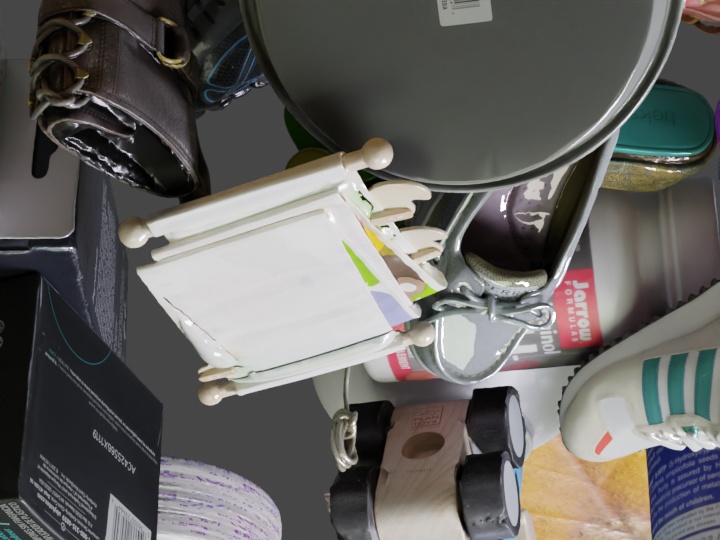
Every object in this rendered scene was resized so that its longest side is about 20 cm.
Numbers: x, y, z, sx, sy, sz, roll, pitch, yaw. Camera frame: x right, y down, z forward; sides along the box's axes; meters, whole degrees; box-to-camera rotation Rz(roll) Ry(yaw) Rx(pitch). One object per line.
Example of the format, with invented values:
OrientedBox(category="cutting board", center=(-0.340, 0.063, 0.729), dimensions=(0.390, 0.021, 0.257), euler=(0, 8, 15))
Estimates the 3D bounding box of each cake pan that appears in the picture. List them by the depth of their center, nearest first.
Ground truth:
OrientedBox(category="cake pan", center=(0.042, -0.126, 0.901), dimensions=(0.199, 0.037, 0.202), euler=(2, 109, 5))

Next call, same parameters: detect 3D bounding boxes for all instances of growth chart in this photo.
OrientedBox(category="growth chart", center=(-0.028, 0.006, 0.959), dimensions=(0.144, 0.018, 0.200), euler=(-13, 151, 4))

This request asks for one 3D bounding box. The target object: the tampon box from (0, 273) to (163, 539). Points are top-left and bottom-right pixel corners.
OrientedBox(category="tampon box", center=(-0.224, 0.110, 1.087), dimensions=(0.199, 0.127, 0.150), euler=(-12, 146, 19))

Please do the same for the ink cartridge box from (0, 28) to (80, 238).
OrientedBox(category="ink cartridge box", center=(-0.239, -0.078, 1.018), dimensions=(0.198, 0.117, 0.068), euler=(-1, 150, 1))

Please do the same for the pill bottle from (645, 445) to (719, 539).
OrientedBox(category="pill bottle", center=(0.228, 0.106, 1.224), dimensions=(0.119, 0.201, 0.120), euler=(0, 149, 0))

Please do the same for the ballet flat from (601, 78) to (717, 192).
OrientedBox(category="ballet flat", center=(0.084, -0.076, 1.069), dimensions=(0.199, 0.071, 0.071), euler=(8, 147, -13))

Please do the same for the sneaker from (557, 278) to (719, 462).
OrientedBox(category="sneaker", center=(0.182, 0.070, 1.076), dimensions=(0.070, 0.094, 0.200), euler=(10, 144, -42))

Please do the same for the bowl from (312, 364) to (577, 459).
OrientedBox(category="bowl", center=(0.057, 0.070, 1.276), dimensions=(0.200, 0.091, 0.201), euler=(1, 149, 0))

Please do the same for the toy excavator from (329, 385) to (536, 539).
OrientedBox(category="toy excavator", center=(0.060, 0.158, 1.221), dimensions=(0.099, 0.195, 0.201), euler=(-8, 119, 13))

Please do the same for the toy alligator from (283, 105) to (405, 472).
OrientedBox(category="toy alligator", center=(0.000, 0.000, 1.071), dimensions=(0.054, 0.201, 0.059), euler=(-12, 168, 13))

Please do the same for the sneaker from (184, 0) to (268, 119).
OrientedBox(category="sneaker", center=(-0.064, -0.105, 1.010), dimensions=(0.082, 0.074, 0.200), euler=(21, 143, -28))

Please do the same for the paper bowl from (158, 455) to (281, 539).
OrientedBox(category="paper bowl", center=(-0.158, 0.222, 1.511), dimensions=(0.199, 0.105, 0.201), euler=(1, 149, 1))

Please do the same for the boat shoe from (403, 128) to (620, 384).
OrientedBox(category="boat shoe", center=(0.076, -0.024, 1.017), dimensions=(0.074, 0.065, 0.203), euler=(15, 117, -19))

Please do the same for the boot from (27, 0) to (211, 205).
OrientedBox(category="boot", center=(-0.119, -0.135, 0.866), dimensions=(0.069, 0.175, 0.200), euler=(-19, 145, 28))

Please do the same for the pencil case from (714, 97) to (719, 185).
OrientedBox(category="pencil case", center=(0.214, -0.059, 1.015), dimensions=(0.088, 0.089, 0.200), euler=(-5, 173, 9))

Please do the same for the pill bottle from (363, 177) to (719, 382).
OrientedBox(category="pill bottle", center=(0.097, -0.001, 1.140), dimensions=(0.199, 0.111, 0.111), euler=(-6, 148, 10))

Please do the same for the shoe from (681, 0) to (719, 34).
OrientedBox(category="shoe", center=(0.153, -0.136, 0.960), dimensions=(0.199, 0.072, 0.091), euler=(-16, 141, 19))

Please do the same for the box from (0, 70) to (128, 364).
OrientedBox(category="box", center=(-0.235, -0.006, 1.132), dimensions=(0.195, 0.118, 0.200), euler=(-1, 149, 1))
